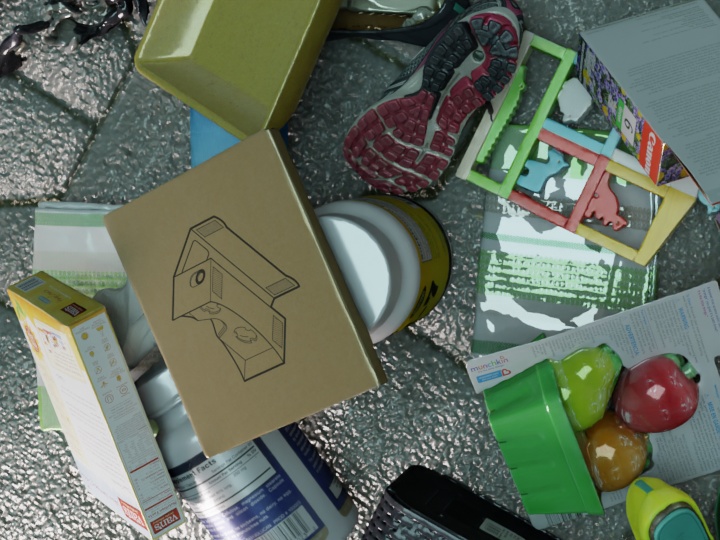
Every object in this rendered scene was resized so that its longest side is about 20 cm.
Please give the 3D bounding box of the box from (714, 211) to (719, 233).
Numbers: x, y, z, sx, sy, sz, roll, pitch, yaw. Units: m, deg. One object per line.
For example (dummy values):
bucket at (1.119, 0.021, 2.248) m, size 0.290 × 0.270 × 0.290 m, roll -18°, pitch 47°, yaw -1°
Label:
box at (0.361, 0.026, 1.233) m, size 0.097 × 0.176 × 0.200 m, roll -38°, pitch 95°, yaw 14°

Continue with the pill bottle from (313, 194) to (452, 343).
pill bottle at (0.000, 0.000, 1.324) m, size 0.114 × 0.200 × 0.115 m, roll 1°, pitch 95°, yaw 14°

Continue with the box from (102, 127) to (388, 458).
box at (-0.087, 0.019, 1.237) m, size 0.163 × 0.021 × 0.200 m, roll -25°, pitch 87°, yaw 27°

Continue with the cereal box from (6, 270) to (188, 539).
cereal box at (-0.214, 0.108, 1.370) m, size 0.039 × 0.144 × 0.200 m, roll -28°, pitch 115°, yaw -23°

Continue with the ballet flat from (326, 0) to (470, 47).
ballet flat at (-0.010, -0.221, 1.376) m, size 0.199 × 0.073 × 0.073 m, roll 7°, pitch 96°, yaw 14°

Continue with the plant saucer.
plant saucer at (-0.080, -0.216, 1.350) m, size 0.200 × 0.048 × 0.200 m, roll 35°, pitch 106°, yaw 45°

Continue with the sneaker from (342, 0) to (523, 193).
sneaker at (0.064, -0.137, 1.358) m, size 0.081 × 0.075 × 0.200 m, roll 41°, pitch 125°, yaw -10°

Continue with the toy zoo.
toy zoo at (0.191, -0.090, 1.338) m, size 0.200 × 0.020 × 0.131 m, roll 27°, pitch 94°, yaw 14°

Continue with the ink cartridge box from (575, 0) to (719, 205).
ink cartridge box at (0.252, -0.114, 1.256) m, size 0.109 × 0.050 × 0.200 m, roll -17°, pitch 50°, yaw -14°

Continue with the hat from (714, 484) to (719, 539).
hat at (0.343, 0.205, 1.255) m, size 0.200 × 0.176 × 0.166 m, roll 35°, pitch 104°, yaw 1°

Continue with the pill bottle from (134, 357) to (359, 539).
pill bottle at (-0.100, 0.154, 1.390) m, size 0.111 × 0.111 × 0.200 m, roll -34°, pitch 98°, yaw 14°

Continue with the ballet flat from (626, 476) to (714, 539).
ballet flat at (0.257, 0.236, 1.338) m, size 0.067 × 0.067 × 0.200 m, roll -34°, pitch 124°, yaw -9°

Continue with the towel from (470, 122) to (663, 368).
towel at (0.168, -0.015, 1.369) m, size 0.149 × 0.031 × 0.201 m, roll 6°, pitch 96°, yaw 13°

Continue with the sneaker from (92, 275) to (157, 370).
sneaker at (-0.157, 0.031, 1.373) m, size 0.200 × 0.088 × 0.075 m, roll -44°, pitch 58°, yaw 51°

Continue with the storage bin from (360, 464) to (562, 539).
storage bin at (0.098, 0.250, 1.353) m, size 0.200 × 0.135 × 0.094 m, roll 29°, pitch 101°, yaw 10°

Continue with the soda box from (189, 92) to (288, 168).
soda box at (-0.100, -0.048, 1.415) m, size 0.068 × 0.064 × 0.201 m, roll 1°, pitch 95°, yaw 15°

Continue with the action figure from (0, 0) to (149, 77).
action figure at (-0.255, -0.234, 1.421) m, size 0.200 × 0.102 × 0.119 m, roll -27°, pitch 86°, yaw 18°

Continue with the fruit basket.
fruit basket at (0.201, 0.105, 1.326) m, size 0.200 × 0.094 × 0.186 m, roll -23°, pitch 123°, yaw 4°

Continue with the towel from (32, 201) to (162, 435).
towel at (-0.211, 0.042, 1.465) m, size 0.149 × 0.031 × 0.201 m, roll 3°, pitch 97°, yaw 16°
